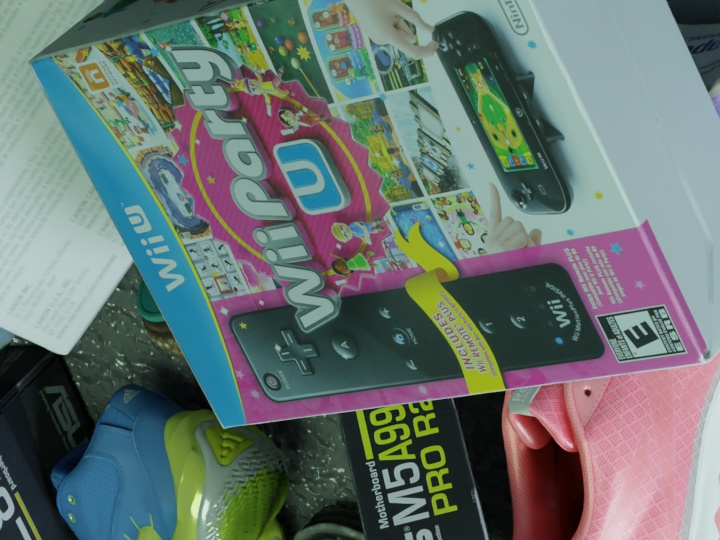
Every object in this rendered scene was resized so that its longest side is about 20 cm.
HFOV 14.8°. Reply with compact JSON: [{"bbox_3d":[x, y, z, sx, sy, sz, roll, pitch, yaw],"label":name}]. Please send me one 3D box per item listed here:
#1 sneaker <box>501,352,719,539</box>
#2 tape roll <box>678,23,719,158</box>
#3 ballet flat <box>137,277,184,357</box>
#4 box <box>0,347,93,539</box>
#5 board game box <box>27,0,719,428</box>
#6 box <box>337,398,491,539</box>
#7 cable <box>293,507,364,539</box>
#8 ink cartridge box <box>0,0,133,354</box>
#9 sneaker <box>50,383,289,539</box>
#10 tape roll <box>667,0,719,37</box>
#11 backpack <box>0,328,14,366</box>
[{"bbox_3d":[0.093,0.032,0.970,0.074,0.086,0.201,-4,78,53],"label":"sneaker"},{"bbox_3d":[0.076,-0.119,0.849,0.199,0.066,0.201,20,132,23],"label":"tape roll"},{"bbox_3d":[0.000,0.000,1.092,0.199,0.071,0.065,-12,142,41],"label":"ballet flat"},{"bbox_3d":[-0.158,0.160,1.235,0.049,0.161,0.201,-3,121,34],"label":"box"},{"bbox_3d":[0.012,-0.034,0.871,0.199,0.064,0.148,-9,116,42],"label":"board game box"},{"bbox_3d":[0.031,0.118,1.046,0.044,0.161,0.200,-13,147,2],"label":"box"},{"bbox_3d":[0.058,0.152,1.167,0.199,0.050,0.097,27,136,11],"label":"cable"},{"bbox_3d":[-0.149,-0.077,0.973,0.199,0.047,0.160,28,120,-17],"label":"ink cartridge box"},{"bbox_3d":[-0.086,0.128,1.240,0.105,0.076,0.201,34,133,27],"label":"sneaker"},{"bbox_3d":[0.186,-0.104,0.881,0.199,0.066,0.201,18,131,22],"label":"tape roll"},{"bbox_3d":[-0.172,-0.055,1.110,0.163,0.154,0.200,45,117,0],"label":"backpack"}]
